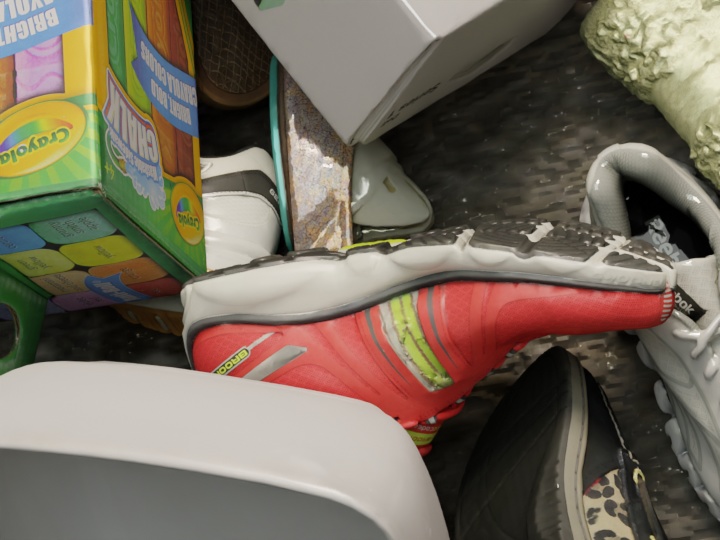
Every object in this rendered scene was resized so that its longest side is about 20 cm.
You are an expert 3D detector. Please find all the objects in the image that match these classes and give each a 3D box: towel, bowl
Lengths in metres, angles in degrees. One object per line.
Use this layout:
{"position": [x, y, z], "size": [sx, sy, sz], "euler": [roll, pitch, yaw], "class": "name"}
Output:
{"position": [0.206, -0.108, 0.736], "size": [0.199, 0.037, 0.149], "euler": [-35, 65, -4], "class": "towel"}
{"position": [-0.052, 0.111, 0.694], "size": [0.198, 0.201, 0.075], "euler": [6, 45, 18], "class": "bowl"}

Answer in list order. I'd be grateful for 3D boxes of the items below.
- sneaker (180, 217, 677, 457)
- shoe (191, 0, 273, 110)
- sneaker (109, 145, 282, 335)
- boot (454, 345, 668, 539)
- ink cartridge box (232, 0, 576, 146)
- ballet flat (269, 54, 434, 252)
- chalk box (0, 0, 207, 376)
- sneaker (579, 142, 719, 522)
{"position": [0.028, 0.028, 0.690], "size": [0.199, 0.077, 0.086], "euler": [-7, 96, 24], "class": "sneaker"}
{"position": [-0.051, -0.169, 0.831], "size": [0.069, 0.053, 0.201], "euler": [9, 81, -15], "class": "shoe"}
{"position": [-0.125, -0.030, 0.810], "size": [0.199, 0.076, 0.088], "euler": [12, 63, 16], "class": "sneaker"}
{"position": [0.117, 0.129, 0.684], "size": [0.153, 0.204, 0.074], "euler": [30, 119, -17], "class": "boot"}
{"position": [-0.002, -0.173, 0.734], "size": [0.145, 0.084, 0.200], "euler": [-34, 83, -37], "class": "ink cartridge box"}
{"position": [0.000, 0.000, 0.764], "size": [0.067, 0.068, 0.201], "euler": [-4, 85, 10], "class": "ballet flat"}
{"position": [-0.136, -0.051, 0.706], "size": [0.123, 0.125, 0.201], "euler": [-10, 73, 11], "class": "chalk box"}
{"position": [0.143, 0.036, 0.702], "size": [0.075, 0.081, 0.201], "euler": [-33, 71, 4], "class": "sneaker"}
